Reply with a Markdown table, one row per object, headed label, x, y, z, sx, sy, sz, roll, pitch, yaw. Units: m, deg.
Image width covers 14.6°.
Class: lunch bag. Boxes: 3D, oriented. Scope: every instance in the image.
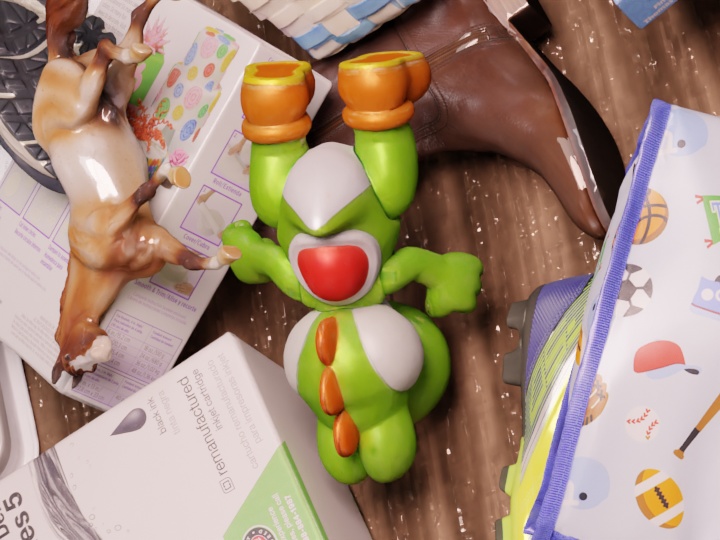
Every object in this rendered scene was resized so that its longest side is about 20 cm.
| label | x | y | z | sx | sy | sz | roll | pitch | yaw |
| --- | --- | --- | --- | --- | --- | --- | --- | --- | --- |
| lunch bag | 0.174 | 0.052 | 1.236 | 0.169 | 0.124 | 0.201 | 14 | 72 | 4 |

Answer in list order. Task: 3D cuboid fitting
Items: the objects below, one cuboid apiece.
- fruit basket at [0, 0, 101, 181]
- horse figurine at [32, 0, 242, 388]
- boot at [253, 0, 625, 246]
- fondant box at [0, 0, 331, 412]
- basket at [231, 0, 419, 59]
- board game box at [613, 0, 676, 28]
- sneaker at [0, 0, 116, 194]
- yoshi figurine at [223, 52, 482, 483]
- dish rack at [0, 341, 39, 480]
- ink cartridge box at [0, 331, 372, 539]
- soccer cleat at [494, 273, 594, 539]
| label | x | y | z | sx | sy | sz | roll | pitch | yaw |
| --- | --- | --- | --- | --- | --- | --- | --- | --- | --- |
| fruit basket | -0.226 | -0.116 | 1.554 | 0.199 | 0.094 | 0.186 | 7 | 81 | 7 |
| horse figurine | -0.119 | -0.058 | 1.338 | 0.132 | 0.050 | 0.201 | -26 | 75 | 52 |
| boot | 0.022 | -0.045 | 1.409 | 0.199 | 0.064 | 0.187 | -32 | 57 | 14 |
| fondant box | -0.117 | -0.042 | 1.436 | 0.144 | 0.058 | 0.201 | 34 | 96 | 50 |
| basket | -0.041 | -0.217 | 1.398 | 0.139 | 0.200 | 0.177 | -25 | 25 | 35 |
| board game box | 0.140 | -0.237 | 1.340 | 0.151 | 0.037 | 0.200 | -38 | 57 | 14 |
| sneaker | -0.181 | -0.109 | 1.451 | 0.077 | 0.087 | 0.200 | -17 | 58 | -25 |
| yoshi figurine | -0.002 | -0.002 | 1.345 | 0.112 | 0.112 | 0.201 | 8 | 107 | 56 |
| dish rack | -0.277 | 0.076 | 1.519 | 0.199 | 0.044 | 0.172 | -24 | 61 | 15 |
| ink cartridge box | -0.101 | 0.150 | 1.379 | 0.200 | 0.084 | 0.146 | -33 | 60 | 12 |
| soccer cleat | 0.111 | 0.095 | 1.308 | 0.083 | 0.065 | 0.201 | -8 | 67 | 21 |
